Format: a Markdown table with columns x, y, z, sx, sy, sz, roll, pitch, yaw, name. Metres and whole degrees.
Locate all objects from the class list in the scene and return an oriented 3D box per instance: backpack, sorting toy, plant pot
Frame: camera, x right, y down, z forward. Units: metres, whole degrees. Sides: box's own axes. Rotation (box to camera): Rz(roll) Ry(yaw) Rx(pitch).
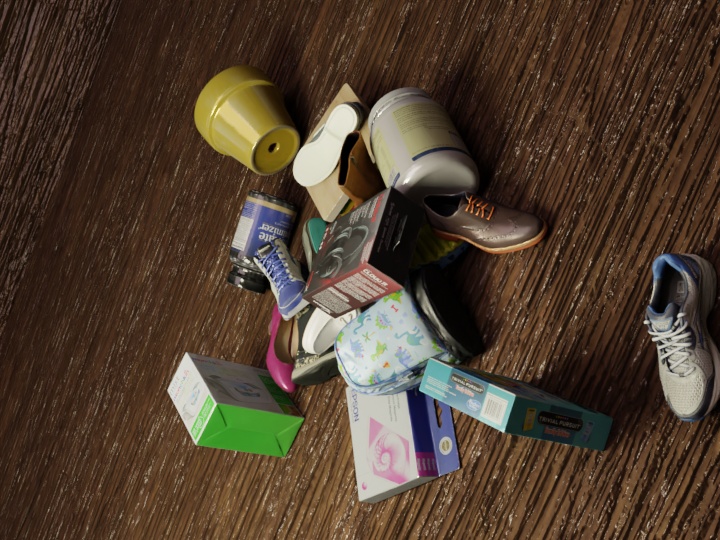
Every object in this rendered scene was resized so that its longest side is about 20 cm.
| x | y | z | sx | sy | sz | roll | pitch | yaw | name |
| --- | --- | --- | --- | --- | --- | --- | --- | --- | --- |
| 0.057 | 0.109 | 1.225 | 0.200 | 0.153 | 0.164 | -37 | 73 | 34 | backpack |
| -0.023 | -0.221 | 1.534 | 0.199 | 0.069 | 0.201 | -53 | 41 | 23 | sorting toy |
| -0.233 | -0.316 | 1.745 | 0.189 | 0.200 | 0.201 | 47 | 114 | 31 | plant pot |

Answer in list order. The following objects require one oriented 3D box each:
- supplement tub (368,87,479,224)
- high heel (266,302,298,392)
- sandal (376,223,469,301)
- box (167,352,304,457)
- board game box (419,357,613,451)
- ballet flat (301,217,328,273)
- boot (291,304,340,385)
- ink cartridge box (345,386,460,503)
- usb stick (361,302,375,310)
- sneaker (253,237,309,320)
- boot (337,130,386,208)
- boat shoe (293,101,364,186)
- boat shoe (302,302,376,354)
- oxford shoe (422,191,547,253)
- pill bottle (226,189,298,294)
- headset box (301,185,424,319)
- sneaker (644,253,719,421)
| x | y | z | sx | sy | sz | roll | pitch | yaw | name |
| --- | --- | --- | --- | --- | --- | --- | --- | --- | --- |
| 0.098 | -0.192 | 1.312 | 0.145 | 0.144 | 0.201 | -46 | 45 | 30 | supplement tub |
| -0.141 | 0.136 | 1.539 | 0.096 | 0.067 | 0.201 | -59 | 35 | 33 | high heel |
| 0.094 | -0.006 | 1.301 | 0.199 | 0.087 | 0.080 | -32 | 44 | 14 | sandal |
| -0.239 | 0.257 | 1.512 | 0.097 | 0.199 | 0.176 | -61 | 38 | 12 | box |
| 0.197 | 0.168 | 1.005 | 0.151 | 0.199 | 0.047 | 19 | 91 | 52 | board game box |
| -0.072 | -0.012 | 1.533 | 0.064 | 0.067 | 0.201 | 110 | 153 | -51 | ballet flat |
| -0.055 | 0.111 | 1.445 | 0.203 | 0.073 | 0.155 | -30 | 52 | 40 | boot |
| 0.060 | 0.248 | 1.274 | 0.200 | 0.043 | 0.198 | -36 | 50 | 40 | ink cartridge box |
| 0.000 | 0.000 | 1.451 | 0.055 | 0.033 | 0.201 | -41 | 47 | 21 | usb stick |
| -0.154 | 0.008 | 1.516 | 0.080 | 0.115 | 0.200 | -39 | 22 | 9 | sneaker |
| 0.004 | -0.110 | 1.361 | 0.068 | 0.200 | 0.190 | 11 | 76 | 17 | boot |
| -0.056 | -0.237 | 1.493 | 0.200 | 0.073 | 0.062 | -50 | -1 | 36 | boat shoe |
| -0.017 | 0.068 | 1.351 | 0.069 | 0.071 | 0.200 | 36 | 84 | 38 | boat shoe |
| 0.180 | -0.077 | 1.195 | 0.199 | 0.073 | 0.072 | 8 | 61 | 34 | oxford shoe |
| -0.210 | -0.059 | 1.669 | 0.112 | 0.111 | 0.202 | 19 | 92 | 52 | pill bottle |
| 0.009 | -0.028 | 1.234 | 0.200 | 0.077 | 0.150 | -28 | 37 | 50 | headset box |
| 0.366 | 0.073 | 0.928 | 0.077 | 0.085 | 0.202 | -17 | 64 | 47 | sneaker |
